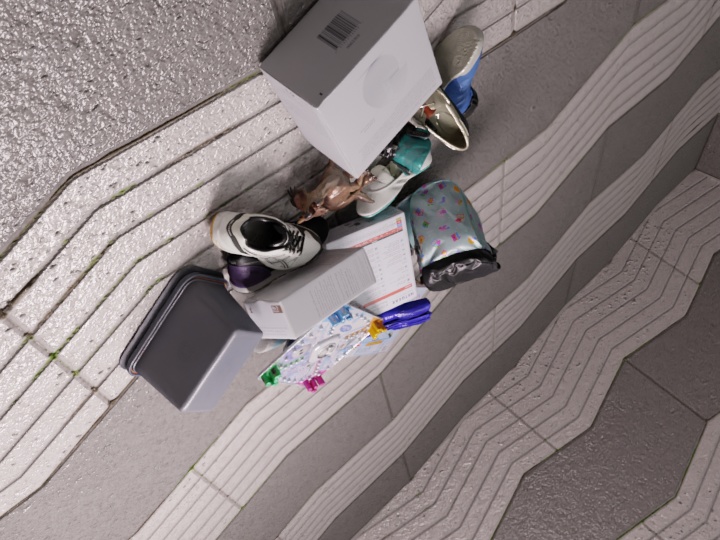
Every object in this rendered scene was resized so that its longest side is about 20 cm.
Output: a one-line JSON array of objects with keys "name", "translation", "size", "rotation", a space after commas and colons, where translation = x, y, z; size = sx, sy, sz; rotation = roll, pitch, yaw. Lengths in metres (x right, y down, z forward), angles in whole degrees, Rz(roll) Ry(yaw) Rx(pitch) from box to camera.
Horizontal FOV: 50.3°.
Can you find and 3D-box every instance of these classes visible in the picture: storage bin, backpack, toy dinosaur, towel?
[{"name": "storage bin", "translation": [-0.247, 0.119, 1.191], "size": [0.201, 0.134, 0.145], "rotation": [-54, 155, 9]}, {"name": "backpack", "translation": [0.174, -0.078, 1.507], "size": [0.165, 0.202, 0.127], "rotation": [-16, 159, 8]}, {"name": "toy dinosaur", "translation": [-0.049, -0.127, 1.257], "size": [0.136, 0.086, 0.200], "rotation": [-53, 159, 5]}, {"name": "towel", "translation": [0.037, 0.108, 1.515], "size": [0.198, 0.050, 0.148], "rotation": [-14, 170, -8]}]

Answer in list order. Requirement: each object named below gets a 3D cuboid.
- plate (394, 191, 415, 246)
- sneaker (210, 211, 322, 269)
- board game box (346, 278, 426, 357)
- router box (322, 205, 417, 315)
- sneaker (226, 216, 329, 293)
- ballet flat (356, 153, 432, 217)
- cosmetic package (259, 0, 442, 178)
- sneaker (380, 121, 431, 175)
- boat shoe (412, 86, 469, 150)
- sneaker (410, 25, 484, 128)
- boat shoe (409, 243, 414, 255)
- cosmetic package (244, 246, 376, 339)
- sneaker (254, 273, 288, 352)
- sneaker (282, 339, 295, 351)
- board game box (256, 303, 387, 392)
[{"name": "plate", "translation": [0.083, -0.089, 1.598], "size": [0.200, 0.026, 0.201], "rotation": [-39, 152, -25]}, {"name": "sneaker", "translation": [-0.126, -0.041, 1.158], "size": [0.199, 0.087, 0.076], "rotation": [8, 87, -42]}, {"name": "board game box", "translation": [0.051, 0.108, 1.793], "size": [0.200, 0.041, 0.199], "rotation": [-58, 154, 15]}, {"name": "router box", "translation": [0.000, 0.000, 1.409], "size": [0.199, 0.049, 0.181], "rotation": [-22, 118, -23]}, {"name": "sneaker", "translation": [-0.129, -0.045, 1.245], "size": [0.200, 0.076, 0.088], "rotation": [-36, 146, -28]}, {"name": "ballet flat", "translation": [0.055, -0.178, 1.398], "size": [0.200, 0.069, 0.070], "rotation": [-43, 155, -27]}, {"name": "cosmetic package", "translation": [-0.005, -0.275, 1.076], "size": [0.200, 0.123, 0.200], "rotation": [-48, 154, -6]}, {"name": "sneaker", "translation": [0.051, -0.205, 1.246], "size": [0.200, 0.120, 0.084], "rotation": [-24, 144, -57]}, {"name": "boat shoe", "translation": [0.114, -0.271, 1.275], "size": [0.071, 0.063, 0.200], "rotation": [-35, 133, 23]}, {"name": "sneaker", "translation": [0.173, -0.335, 1.347], "size": [0.111, 0.077, 0.201], "rotation": [-10, 138, -47]}, {"name": "boat shoe", "translation": [0.020, -0.043, 1.473], "size": [0.199, 0.062, 0.072], "rotation": [-13, 135, -34]}, {"name": "cosmetic package", "translation": [-0.078, 0.035, 1.243], "size": [0.200, 0.101, 0.075], "rotation": [-35, 110, -37]}, {"name": "sneaker", "translation": [-0.132, 0.064, 1.394], "size": [0.082, 0.074, 0.200], "rotation": [-14, 147, -55]}, {"name": "sneaker", "translation": [-0.103, 0.118, 1.467], "size": [0.200, 0.075, 0.089], "rotation": [174, -74, -88]}, {"name": "board game box", "translation": [-0.061, 0.144, 1.360], "size": [0.200, 0.026, 0.200], "rotation": [-42, 156, 10]}]
